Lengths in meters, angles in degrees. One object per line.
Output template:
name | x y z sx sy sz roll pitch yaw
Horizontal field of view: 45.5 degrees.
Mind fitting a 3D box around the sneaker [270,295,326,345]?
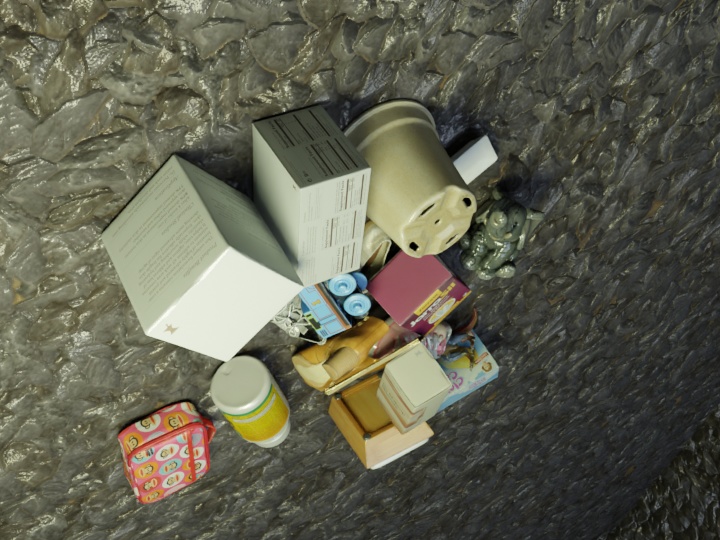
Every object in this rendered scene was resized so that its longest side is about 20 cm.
sneaker | -0.116 0.071 1.475 0.075 0.082 0.200 -44 144 12

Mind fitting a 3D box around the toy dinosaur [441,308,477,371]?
toy dinosaur | 0.151 0.173 1.829 0.180 0.200 0.105 5 130 9

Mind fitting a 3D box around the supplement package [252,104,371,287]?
supplement package | -0.076 -0.105 1.240 0.110 0.156 0.201 -19 142 -23

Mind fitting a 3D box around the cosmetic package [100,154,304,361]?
cosmetic package | -0.220 -0.014 1.187 0.167 0.200 0.166 -43 144 12

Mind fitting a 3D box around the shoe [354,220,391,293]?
shoe | 0.000 0.000 1.514 0.070 0.053 0.200 -3 133 -38

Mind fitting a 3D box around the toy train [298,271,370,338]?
toy train | -0.062 0.018 1.421 0.114 0.087 0.200 -25 126 12

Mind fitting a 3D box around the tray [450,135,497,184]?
tray | 0.144 -0.153 1.473 0.200 0.022 0.107 -40 157 6

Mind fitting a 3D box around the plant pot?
plant pot | 0.076 -0.126 1.319 0.200 0.184 0.201 -22 144 -18

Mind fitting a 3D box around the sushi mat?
sushi mat | 0.028 0.171 1.563 0.199 0.012 0.096 -31 176 11

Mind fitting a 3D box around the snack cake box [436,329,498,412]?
snack cake box | 0.188 0.225 1.872 0.199 0.115 0.067 -29 154 -10

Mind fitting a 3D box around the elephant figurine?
elephant figurine | 0.264 -0.083 1.561 0.141 0.156 0.200 5 142 -14

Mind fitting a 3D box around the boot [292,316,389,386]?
boot | -0.033 0.144 1.585 0.144 0.071 0.201 -39 -168 -26

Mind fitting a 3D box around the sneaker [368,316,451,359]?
sneaker | 0.105 0.134 1.665 0.200 0.104 0.076 -24 139 -49

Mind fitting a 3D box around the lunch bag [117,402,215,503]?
lunch bag | -0.350 0.332 1.592 0.176 0.082 0.200 -23 145 -24

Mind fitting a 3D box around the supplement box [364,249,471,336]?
supplement box | 0.108 0.032 1.551 0.131 0.103 0.200 -44 161 6

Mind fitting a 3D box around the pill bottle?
pill bottle | -0.195 0.250 1.591 0.112 0.113 0.200 -30 145 -7

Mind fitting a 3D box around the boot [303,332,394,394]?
boot | -0.009 0.193 1.721 0.201 0.071 0.144 19 119 -41

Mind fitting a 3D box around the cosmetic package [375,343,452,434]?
cosmetic package | 0.097 0.229 1.634 0.087 0.104 0.200 -29 160 -17

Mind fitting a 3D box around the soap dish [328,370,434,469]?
soap dish | 0.036 0.305 1.790 0.157 0.200 0.082 -24 125 -15
